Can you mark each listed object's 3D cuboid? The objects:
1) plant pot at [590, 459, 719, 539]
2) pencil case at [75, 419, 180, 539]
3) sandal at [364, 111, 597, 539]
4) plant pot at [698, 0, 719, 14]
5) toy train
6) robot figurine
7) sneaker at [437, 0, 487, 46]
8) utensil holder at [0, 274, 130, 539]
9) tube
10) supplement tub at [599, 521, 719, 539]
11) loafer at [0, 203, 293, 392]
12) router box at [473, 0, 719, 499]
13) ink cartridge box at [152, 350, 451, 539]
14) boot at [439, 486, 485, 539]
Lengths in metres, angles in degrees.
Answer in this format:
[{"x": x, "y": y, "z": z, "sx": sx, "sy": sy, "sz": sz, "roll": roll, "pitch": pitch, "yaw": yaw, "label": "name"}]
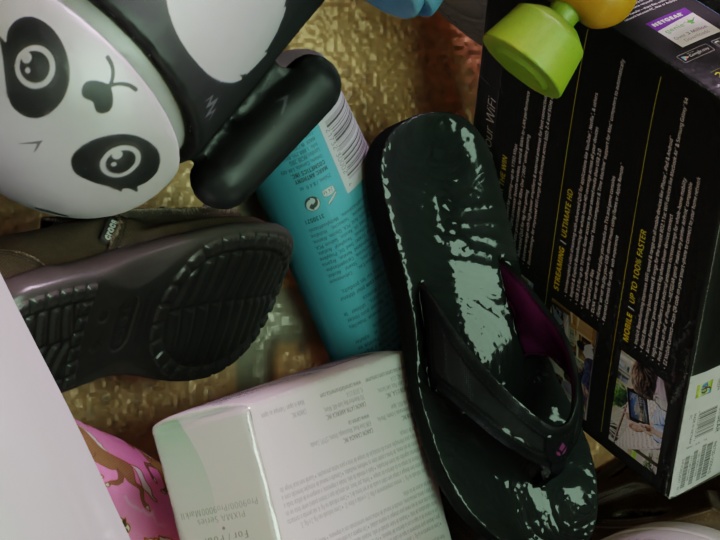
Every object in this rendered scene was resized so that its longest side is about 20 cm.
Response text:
[{"x": 0.200, "y": 0.175, "z": 1.263, "sx": 0.200, "sy": 0.200, "sz": 0.198, "roll": -27, "pitch": 102, "yaw": -32, "label": "plant pot"}, {"x": -0.098, "y": 0.121, "z": 1.096, "sx": 0.200, "sy": 0.086, "sz": 0.083, "roll": 31, "pitch": 38, "yaw": -34, "label": "pencil case"}, {"x": 0.054, "y": 0.030, "z": 1.147, "sx": 0.075, "sy": 0.048, "sz": 0.201, "roll": -23, "pitch": 96, "yaw": -30, "label": "sandal"}, {"x": 0.224, "y": -0.040, "z": 1.242, "sx": 0.199, "sy": 0.200, "sz": 0.178, "roll": -33, "pitch": 128, "yaw": -49, "label": "plant pot"}, {"x": 0.095, "y": -0.114, "z": 1.051, "sx": 0.200, "sy": 0.085, "sz": 0.116, "roll": 35, "pitch": 80, "yaw": -1, "label": "toy train"}, {"x": -0.085, "y": -0.113, "z": 1.057, "sx": 0.200, "sy": 0.150, "sz": 0.125, "roll": -52, "pitch": 160, "yaw": -22, "label": "robot figurine"}, {"x": 0.058, "y": -0.191, "z": 1.189, "sx": 0.118, "sy": 0.074, "sz": 0.200, "roll": -46, "pitch": 117, "yaw": -20, "label": "sneaker"}, {"x": -0.189, "y": 0.051, "z": 0.928, "sx": 0.170, "sy": 0.170, "sz": 0.200, "roll": -29, "pitch": 95, "yaw": -32, "label": "utensil holder"}, {"x": 0.000, "y": 0.000, "z": 1.184, "sx": 0.077, "sy": 0.050, "sz": 0.200, "roll": -39, "pitch": 120, "yaw": -25, "label": "tube"}, {"x": 0.104, "y": 0.186, "z": 1.101, "sx": 0.200, "sy": 0.132, "sz": 0.132, "roll": -24, "pitch": 111, "yaw": -65, "label": "supplement tub"}, {"x": -0.102, "y": 0.001, "z": 1.084, "sx": 0.200, "sy": 0.071, "sz": 0.073, "roll": -6, "pitch": 125, "yaw": -55, "label": "loafer"}, {"x": 0.111, "y": -0.025, "z": 1.152, "sx": 0.051, "sy": 0.149, "sz": 0.200, "roll": -23, "pitch": 135, "yaw": -33, "label": "router box"}, {"x": -0.007, "y": 0.141, "z": 1.100, "sx": 0.161, "sy": 0.050, "sz": 0.200, "roll": -14, "pitch": 92, "yaw": -66, "label": "ink cartridge box"}, {"x": 0.044, "y": 0.209, "z": 1.220, "sx": 0.132, "sy": 0.070, "sz": 0.200, "roll": -32, "pitch": 116, "yaw": -36, "label": "boot"}]
